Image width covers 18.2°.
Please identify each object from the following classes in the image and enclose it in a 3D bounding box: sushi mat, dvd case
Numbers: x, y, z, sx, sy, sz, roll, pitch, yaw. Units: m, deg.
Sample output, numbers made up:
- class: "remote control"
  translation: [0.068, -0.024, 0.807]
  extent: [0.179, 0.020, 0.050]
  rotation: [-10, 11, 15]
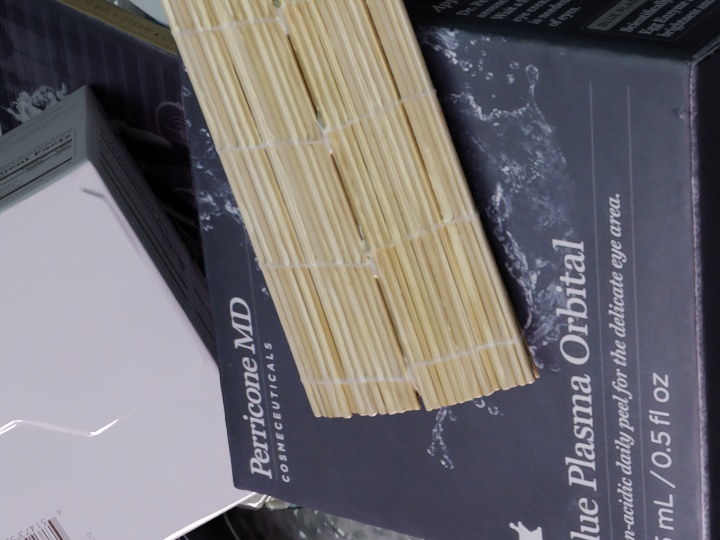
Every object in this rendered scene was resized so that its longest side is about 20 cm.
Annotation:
- class: "sushi mat"
  translation: [-0.012, -0.047, 0.720]
  extent: [0.095, 0.012, 0.201]
  rotation: [-10, 107, 37]
- class: "dvd case"
  translation: [-0.092, -0.049, 0.954]
  extent: [0.199, 0.016, 0.149]
  rotation: [26, 142, 26]

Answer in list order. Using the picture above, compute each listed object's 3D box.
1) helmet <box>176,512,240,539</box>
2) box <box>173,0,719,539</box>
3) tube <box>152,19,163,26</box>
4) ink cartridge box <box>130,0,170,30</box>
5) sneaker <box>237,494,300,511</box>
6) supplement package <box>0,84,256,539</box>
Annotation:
- class: "helmet"
  translation: [-0.137, 0.171, 1.069]
  extent: [0.200, 0.199, 0.191]
  rotation: [-56, 50, 40]
- class: "box"
  translation: [0.054, -0.012, 0.779]
  extent: [0.199, 0.117, 0.198]
  rotation: [11, 120, 32]
- class: "tube"
  translation: [-0.069, -0.091, 0.994]
  extent: [0.078, 0.050, 0.200]
  rotation: [48, 129, -2]
- class: "ink cartridge box"
  translation: [-0.024, -0.135, 0.888]
  extent: [0.199, 0.067, 0.116]
  rotation: [36, 128, 12]
- class: "sneaker"
  translation: [-0.083, 0.023, 1.043]
  extent: [0.199, 0.077, 0.087]
  rotation: [33, 111, 24]
- class: "supplement package"
  translation: [-0.156, 0.050, 0.914]
  extent: [0.199, 0.111, 0.156]
  rotation: [-29, 111, 4]
